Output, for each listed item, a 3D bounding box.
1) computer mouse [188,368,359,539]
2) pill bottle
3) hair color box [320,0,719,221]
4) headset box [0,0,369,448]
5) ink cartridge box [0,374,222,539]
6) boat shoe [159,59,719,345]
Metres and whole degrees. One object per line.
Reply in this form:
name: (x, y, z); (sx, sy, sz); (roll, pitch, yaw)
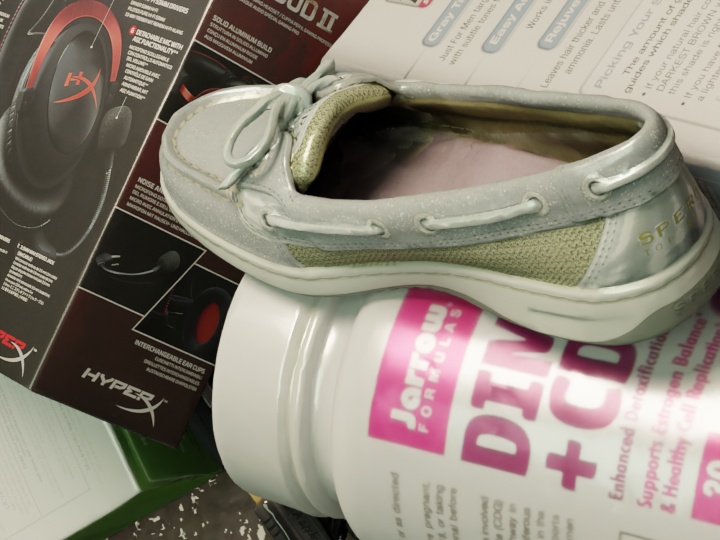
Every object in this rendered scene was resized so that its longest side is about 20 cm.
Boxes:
computer mouse: (-0.040, 0.070, 0.816); (0.046, 0.140, 0.201); (-30, 79, 7)
pill bottle: (0.061, 0.048, 0.688); (0.199, 0.113, 0.114); (12, 102, 27)
hair color box: (0.092, -0.066, 0.688); (0.199, 0.061, 0.099); (20, 67, 44)
headset box: (-0.091, -0.056, 0.814); (0.148, 0.075, 0.201); (21, 86, 48)
ink cartridge box: (-0.164, 0.084, 0.944); (0.200, 0.059, 0.104); (-32, 78, 30)
boat shoe: (0.015, -0.032, 0.652); (0.201, 0.074, 0.065); (16, 142, 41)
